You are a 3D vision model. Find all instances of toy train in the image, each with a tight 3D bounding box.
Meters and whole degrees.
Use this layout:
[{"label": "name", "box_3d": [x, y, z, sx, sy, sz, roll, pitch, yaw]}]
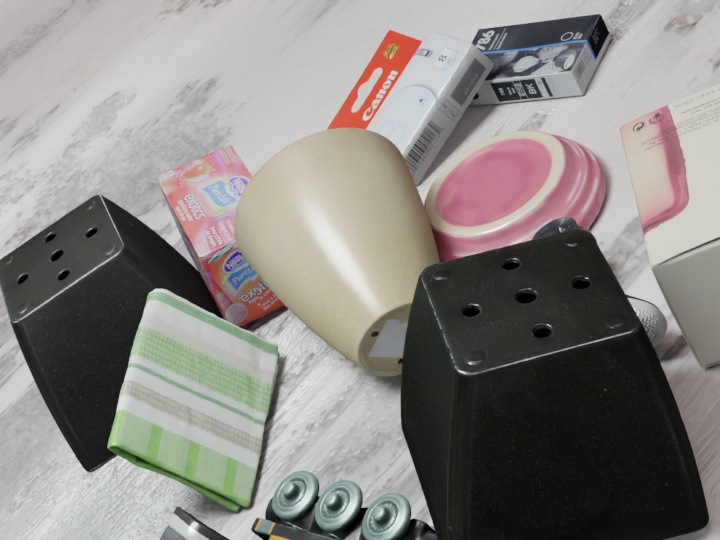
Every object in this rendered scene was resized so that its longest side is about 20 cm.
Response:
[{"label": "toy train", "box_3d": [-0.016, 0.235, 1.280, 0.199, 0.085, 0.114, 6, 60, 44]}]

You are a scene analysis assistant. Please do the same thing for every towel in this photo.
[{"label": "towel", "box_3d": [-0.156, 0.121, 1.489, 0.031, 0.149, 0.201, -48, 22, 40]}]

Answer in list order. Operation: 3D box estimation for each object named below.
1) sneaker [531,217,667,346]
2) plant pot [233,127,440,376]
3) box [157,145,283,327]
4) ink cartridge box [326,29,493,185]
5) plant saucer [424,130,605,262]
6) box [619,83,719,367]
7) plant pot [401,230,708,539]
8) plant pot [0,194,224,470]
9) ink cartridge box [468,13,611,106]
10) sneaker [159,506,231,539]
[{"label": "sneaker", "box_3d": [0.194, 0.010, 1.384, 0.199, 0.076, 0.114, 4, 51, 45]}, {"label": "plant pot", "box_3d": [0.000, 0.000, 1.492, 0.187, 0.187, 0.200, -32, 49, 2]}, {"label": "box", "box_3d": [-0.139, -0.039, 1.684, 0.094, 0.103, 0.200, -25, 33, -7]}, {"label": "ink cartridge box", "box_3d": [0.037, -0.195, 1.752, 0.200, 0.047, 0.161, 29, 86, 50]}, {"label": "plant saucer", "box_3d": [0.141, -0.070, 1.553, 0.200, 0.051, 0.201, -21, 37, 17]}, {"label": "box", "box_3d": [0.299, -0.041, 1.318, 0.109, 0.128, 0.200, -22, 35, 17]}, {"label": "plant pot", "box_3d": [0.132, 0.089, 1.192, 0.199, 0.178, 0.200, -14, 36, -3]}, {"label": "plant pot", "box_3d": [-0.266, 0.046, 1.628, 0.199, 0.178, 0.200, -34, 35, 0]}, {"label": "ink cartridge box", "box_3d": [0.169, -0.229, 1.736, 0.199, 0.039, 0.100, -3, 45, 38]}, {"label": "sneaker", "box_3d": [-0.162, 0.266, 1.306, 0.121, 0.083, 0.200, -58, 0, -18]}]
